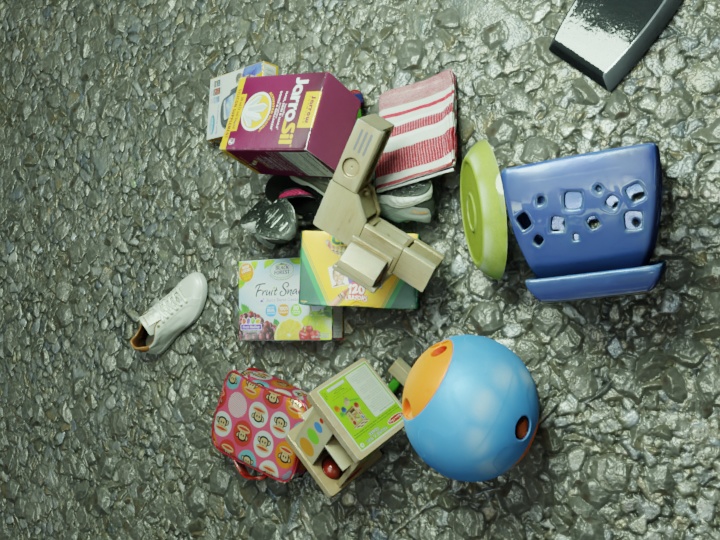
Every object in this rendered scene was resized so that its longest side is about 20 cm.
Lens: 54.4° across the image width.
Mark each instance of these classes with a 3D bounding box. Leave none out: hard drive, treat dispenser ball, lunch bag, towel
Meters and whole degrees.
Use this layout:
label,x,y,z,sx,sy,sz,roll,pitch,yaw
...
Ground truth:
label,x,y,z,sx,sy,sz,roll,pitch,yaw
hard drive,0.378,-0.383,1.019,0.135,0.042,0.202,43,106,24
treat dispenser ball,0.156,0.196,1.005,0.196,0.200,0.207,-2,85,27
lunch bag,-0.169,0.283,1.239,0.196,0.081,0.181,19,96,27
towel,0.087,-0.227,1.128,0.141,0.023,0.205,-14,55,27

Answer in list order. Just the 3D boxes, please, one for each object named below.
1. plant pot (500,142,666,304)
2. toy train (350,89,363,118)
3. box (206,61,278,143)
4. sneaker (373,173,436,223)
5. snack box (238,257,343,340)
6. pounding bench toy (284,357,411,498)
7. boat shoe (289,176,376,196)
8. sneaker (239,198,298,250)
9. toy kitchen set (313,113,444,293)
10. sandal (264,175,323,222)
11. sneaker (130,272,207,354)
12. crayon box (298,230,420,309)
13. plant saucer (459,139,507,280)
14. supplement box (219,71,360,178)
label,x,y,z,sx,sy,sz,roll,pitch,yaw
plant pot,0.313,-0.057,0.950,0.195,0.199,0.185,-8,89,26
toy train,-0.081,-0.251,1.244,0.196,0.084,0.119,3,105,37
box,-0.231,-0.309,1.314,0.197,0.041,0.123,0,85,44
sneaker,0.041,-0.115,1.163,0.197,0.080,0.074,14,51,42
snack box,-0.126,0.052,1.249,0.195,0.053,0.147,-4,84,27
pounding bench toy,0.000,0.241,1.135,0.125,0.198,0.157,47,138,17
boat shoe,-0.056,-0.170,1.165,0.199,0.061,0.072,23,56,39
sneaker,-0.143,-0.073,1.207,0.074,0.080,0.199,-45,22,-10
toy kitchen set,0.040,-0.088,1.010,0.197,0.163,0.183,31,115,9
sandal,-0.101,-0.117,1.232,0.197,0.045,0.077,25,138,31
sneaker,-0.374,0.087,1.363,0.073,0.084,0.201,44,105,25
crayon box,0.000,0.000,1.151,0.194,0.058,0.123,2,86,9
plant saucer,0.174,-0.086,1.022,0.030,0.200,0.206,-6,82,-2
supplement box,-0.114,-0.231,1.125,0.196,0.103,0.134,7,77,36
